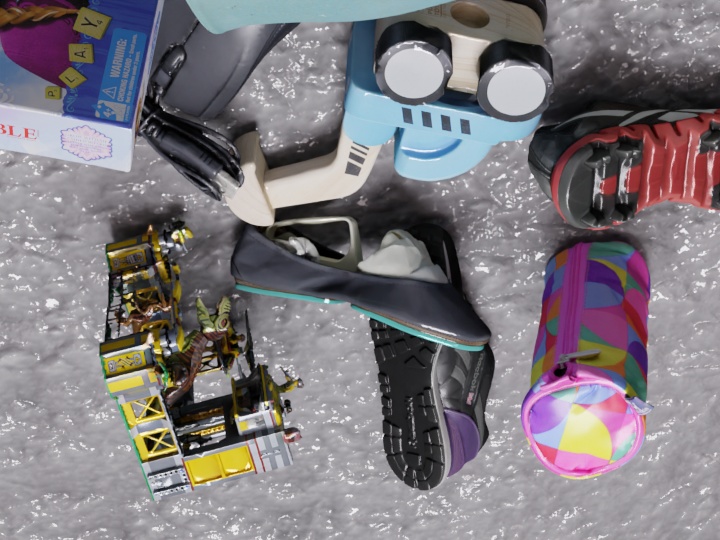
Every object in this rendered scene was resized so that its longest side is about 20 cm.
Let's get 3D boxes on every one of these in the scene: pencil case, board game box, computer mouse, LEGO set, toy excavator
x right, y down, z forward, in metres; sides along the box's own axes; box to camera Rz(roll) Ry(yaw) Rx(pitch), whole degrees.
[{"bbox_3d":[0.158,0.054,0.908,0.087,0.200,0.089,5,119,10],"label":"pencil case"},{"bbox_3d":[-0.208,-0.161,0.734,0.197,0.202,0.041,9,147,-7],"label":"board game box"},{"bbox_3d":[-0.092,-0.148,0.821,0.138,0.053,0.200,39,115,2],"label":"computer mouse"},{"bbox_3d":[-0.104,0.054,0.910,0.115,0.200,0.155,-14,113,-1],"label":"LEGO set"},{"bbox_3d":[0.016,-0.097,0.866,0.192,0.101,0.201,9,134,-7],"label":"toy excavator"}]

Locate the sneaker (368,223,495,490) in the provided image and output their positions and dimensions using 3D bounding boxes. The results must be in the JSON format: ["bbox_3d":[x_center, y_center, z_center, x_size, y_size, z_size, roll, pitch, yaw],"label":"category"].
[{"bbox_3d":[0.060,0.057,0.998,0.075,0.087,0.202,15,114,39],"label":"sneaker"}]

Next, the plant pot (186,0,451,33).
[{"bbox_3d":[-0.017,-0.220,0.694,0.186,0.201,0.201,-18,125,7],"label":"plant pot"}]

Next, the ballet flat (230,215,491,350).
[{"bbox_3d":[0.000,0.000,0.916,0.198,0.073,0.074,14,130,22],"label":"ballet flat"}]

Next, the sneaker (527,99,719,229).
[{"bbox_3d":[0.198,-0.080,0.894,0.198,0.098,0.072,-9,117,-24],"label":"sneaker"}]
